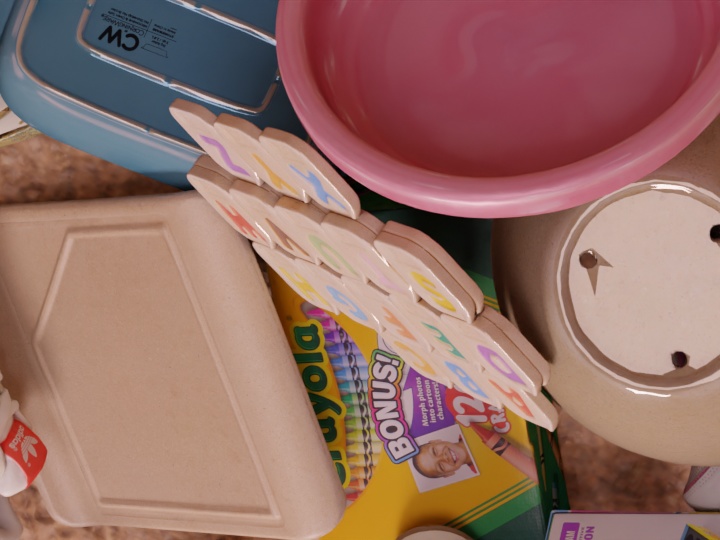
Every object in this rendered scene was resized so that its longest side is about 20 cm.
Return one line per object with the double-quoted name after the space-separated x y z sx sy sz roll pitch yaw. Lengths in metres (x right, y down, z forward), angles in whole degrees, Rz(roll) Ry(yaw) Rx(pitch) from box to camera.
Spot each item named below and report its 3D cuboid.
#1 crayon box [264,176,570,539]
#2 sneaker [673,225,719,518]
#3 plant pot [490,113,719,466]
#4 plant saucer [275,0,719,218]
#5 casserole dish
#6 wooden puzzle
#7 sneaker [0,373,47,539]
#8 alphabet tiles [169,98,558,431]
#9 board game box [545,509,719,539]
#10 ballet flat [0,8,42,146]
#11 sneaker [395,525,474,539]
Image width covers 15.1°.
0.029 0.051 1.335 0.119 0.058 0.200 -4 112 17 "crayon box"
0.166 0.019 1.277 0.088 0.081 0.200 10 107 13 "sneaker"
0.141 -0.004 1.164 0.200 0.134 0.201 2 98 17 "plant pot"
0.067 -0.100 1.120 0.200 0.201 0.051 0 148 15 "plant saucer"
-0.082 -0.103 1.280 0.200 0.039 0.121 22 84 6 "casserole dish"
-0.108 0.046 1.359 0.200 0.037 0.185 -4 113 42 "wooden puzzle"
-0.199 0.063 1.383 0.093 0.070 0.200 21 130 12 "sneaker"
0.000 0.000 1.191 0.015 0.200 0.196 -51 123 -12 "alphabet tiles"
0.170 0.182 1.238 0.200 0.153 0.040 -2 142 26 "board game box"
-0.200 -0.082 1.338 0.200 0.071 0.071 -21 106 22 "ballet flat"
0.076 0.220 1.327 0.067 0.090 0.200 -30 114 31 "sneaker"
